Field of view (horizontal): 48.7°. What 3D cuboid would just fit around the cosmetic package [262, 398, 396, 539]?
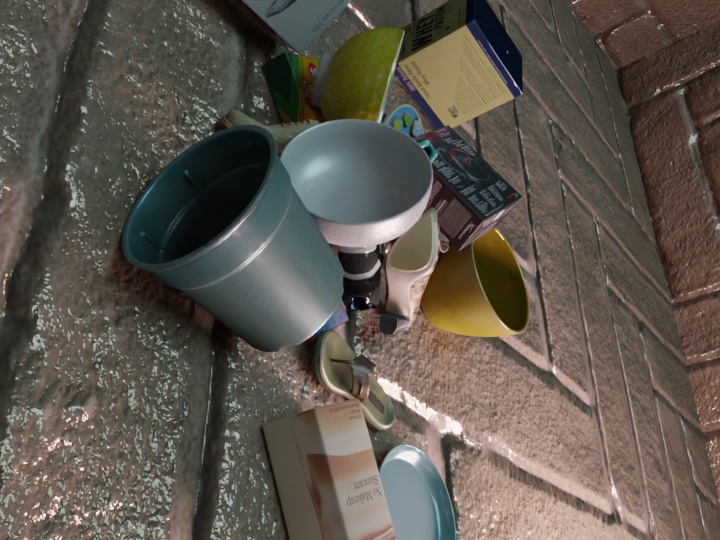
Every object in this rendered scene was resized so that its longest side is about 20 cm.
[{"bbox_3d":[-0.033,0.264,0.945,0.103,0.087,0.202,0,71,-58],"label":"cosmetic package"}]

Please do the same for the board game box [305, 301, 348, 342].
[{"bbox_3d":[-0.083,-0.008,1.103,0.103,0.019,0.201,-23,91,-62],"label":"board game box"}]

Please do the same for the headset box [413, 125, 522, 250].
[{"bbox_3d":[0.145,-0.146,1.293,0.200,0.075,0.148,46,38,11],"label":"headset box"}]

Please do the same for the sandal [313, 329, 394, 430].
[{"bbox_3d":[0.001,0.147,1.095,0.201,0.057,0.080,48,41,-36],"label":"sandal"}]

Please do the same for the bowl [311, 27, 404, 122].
[{"bbox_3d":[-0.011,-0.269,1.172,0.107,0.201,0.201,16,45,-1],"label":"bowl"}]

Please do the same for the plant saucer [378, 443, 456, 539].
[{"bbox_3d":[0.072,0.347,1.116,0.200,0.027,0.202,34,45,-43],"label":"plant saucer"}]

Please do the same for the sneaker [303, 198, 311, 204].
[{"bbox_3d":[-0.053,-0.095,1.117,0.087,0.073,0.200,59,27,-10],"label":"sneaker"}]

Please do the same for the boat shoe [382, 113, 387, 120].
[{"bbox_3d":[0.015,-0.245,1.330,0.073,0.064,0.201,-78,151,-61],"label":"boat shoe"}]

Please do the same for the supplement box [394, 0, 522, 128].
[{"bbox_3d":[0.199,-0.427,1.630,0.200,0.199,0.135,45,38,-33],"label":"supplement box"}]

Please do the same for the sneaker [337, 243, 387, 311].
[{"bbox_3d":[0.000,0.000,1.186,0.200,0.072,0.113,-45,135,-78],"label":"sneaker"}]

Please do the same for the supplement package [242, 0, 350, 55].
[{"bbox_3d":[-0.131,-0.440,1.171,0.200,0.117,0.118,36,15,-41],"label":"supplement package"}]

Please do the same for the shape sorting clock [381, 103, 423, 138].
[{"bbox_3d":[0.066,-0.181,1.352,0.200,0.039,0.202,12,90,-68],"label":"shape sorting clock"}]

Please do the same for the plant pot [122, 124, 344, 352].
[{"bbox_3d":[-0.127,-0.021,0.896,0.196,0.199,0.201,53,33,-39],"label":"plant pot"}]

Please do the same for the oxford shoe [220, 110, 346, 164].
[{"bbox_3d":[-0.095,-0.184,1.098,0.199,0.074,0.071,21,18,-26],"label":"oxford shoe"}]

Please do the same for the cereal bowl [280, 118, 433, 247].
[{"bbox_3d":[-0.009,-0.103,1.027,0.084,0.198,0.201,97,2,-48],"label":"cereal bowl"}]

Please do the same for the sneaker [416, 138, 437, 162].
[{"bbox_3d":[0.051,-0.134,1.141,0.078,0.091,0.200,51,40,-18],"label":"sneaker"}]

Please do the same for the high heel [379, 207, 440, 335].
[{"bbox_3d":[0.079,0.000,1.217,0.143,0.071,0.201,-8,119,-79],"label":"high heel"}]

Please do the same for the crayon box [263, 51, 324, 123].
[{"bbox_3d":[-0.067,-0.233,1.240,0.127,0.051,0.202,-14,84,-59],"label":"crayon box"}]

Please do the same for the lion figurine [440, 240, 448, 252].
[{"bbox_3d":[0.069,-0.073,1.297,0.200,0.072,0.122,54,-7,-30],"label":"lion figurine"}]

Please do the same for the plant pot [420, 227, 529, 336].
[{"bbox_3d":[0.184,0.033,1.376,0.200,0.141,0.201,35,43,-41],"label":"plant pot"}]
